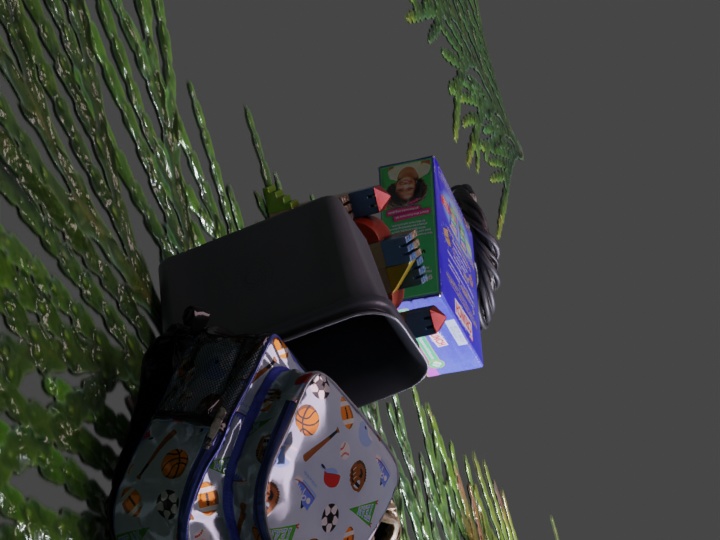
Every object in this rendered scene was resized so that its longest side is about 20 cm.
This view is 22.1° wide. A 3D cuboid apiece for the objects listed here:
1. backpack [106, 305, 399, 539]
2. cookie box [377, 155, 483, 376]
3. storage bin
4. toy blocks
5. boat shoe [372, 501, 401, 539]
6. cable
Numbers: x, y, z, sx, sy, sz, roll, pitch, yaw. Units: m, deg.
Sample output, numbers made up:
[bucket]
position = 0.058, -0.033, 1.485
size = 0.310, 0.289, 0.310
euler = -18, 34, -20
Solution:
[backpack]
position = -0.077, 0.158, 1.291
size = 0.200, 0.154, 0.191
euler = 49, 62, -35
[cookie box]
position = 0.082, -0.004, 2.173
size = 0.171, 0.075, 0.200
euler = 59, 23, -51
[storage bin]
position = -0.060, 0.041, 1.441
size = 0.146, 0.200, 0.135
euler = 55, 18, -54
[toy blocks]
position = 0.000, 0.000, 1.766
size = 0.100, 0.136, 0.200
euler = -33, 109, -73
[boat shoe]
position = 0.008, 0.245, 1.737
size = 0.200, 0.065, 0.072
euler = -75, 148, -59
[cable]
position = 0.148, -0.008, 2.364
size = 0.163, 0.051, 0.200
euler = -141, -136, -70
